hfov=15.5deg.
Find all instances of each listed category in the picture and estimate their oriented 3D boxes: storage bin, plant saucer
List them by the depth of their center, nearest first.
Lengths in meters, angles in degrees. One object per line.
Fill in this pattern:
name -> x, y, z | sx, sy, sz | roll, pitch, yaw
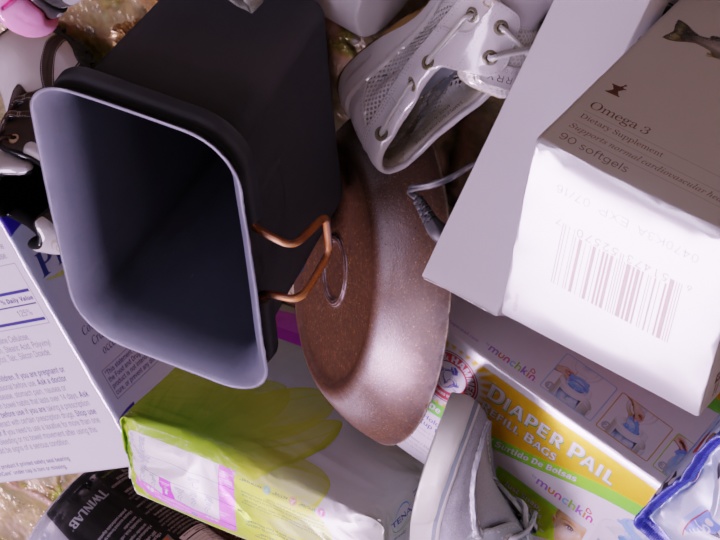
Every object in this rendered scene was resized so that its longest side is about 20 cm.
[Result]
storage bin -> -0.070, -0.056, 1.402 | 0.145, 0.134, 0.200 | 20, 144, 21
plant saucer -> 0.000, 0.000, 1.509 | 0.200, 0.037, 0.201 | 179, 90, -70

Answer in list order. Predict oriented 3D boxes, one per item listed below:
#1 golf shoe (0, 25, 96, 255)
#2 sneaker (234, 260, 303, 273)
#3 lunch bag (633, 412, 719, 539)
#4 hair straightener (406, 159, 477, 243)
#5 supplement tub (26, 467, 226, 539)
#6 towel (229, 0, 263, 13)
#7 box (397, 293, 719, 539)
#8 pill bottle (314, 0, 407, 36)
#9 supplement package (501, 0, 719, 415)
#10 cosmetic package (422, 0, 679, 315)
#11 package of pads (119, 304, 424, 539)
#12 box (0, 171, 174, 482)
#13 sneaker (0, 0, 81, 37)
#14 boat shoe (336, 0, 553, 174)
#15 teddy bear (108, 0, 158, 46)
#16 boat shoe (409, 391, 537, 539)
golf shoe -> -0.198, -0.083, 1.621 | 0.200, 0.094, 0.078 | 53, 140, 38
sneaker -> -0.068, -0.013, 1.573 | 0.200, 0.066, 0.079 | -137, 30, -64
lunch bag -> 0.272, 0.131, 1.383 | 0.200, 0.170, 0.124 | 40, 141, 5
hair straightener -> 0.120, -0.020, 1.429 | 0.200, 0.041, 0.077 | 20, 98, -13
supplement tub -> -0.132, 0.233, 1.832 | 0.200, 0.123, 0.123 | 36, 138, 12
towel -> -0.074, -0.254, 1.358 | 0.192, 0.200, 0.035 | 33, 171, 14
box -> 0.122, 0.085, 1.521 | 0.200, 0.101, 0.113 | 35, 138, 12
pill bottle -> -0.057, -0.213, 1.423 | 0.200, 0.114, 0.114 | 33, 137, 14
supplement package -> 0.174, -0.047, 1.299 | 0.117, 0.200, 0.117 | 27, 136, 20
cosmetic package -> 0.106, -0.074, 1.344 | 0.051, 0.083, 0.200 | 28, 98, 21
package of pads -> -0.030, 0.103, 1.620 | 0.200, 0.155, 0.068 | 19, 132, 27
box -> -0.218, 0.029, 1.753 | 0.184, 0.105, 0.200 | -10, 115, 44
sneaker -> -0.209, -0.242, 1.572 | 0.095, 0.079, 0.200 | -24, 107, 24
boat shoe -> 0.069, -0.121, 1.395 | 0.200, 0.071, 0.069 | -42, 53, 37
teddy bear -> -0.082, -0.132, 1.540 | 0.145, 0.067, 0.200 | 48, 156, 13
boat shoe -> 0.068, 0.151, 1.501 | 0.071, 0.070, 0.201 | 12, 131, 10
